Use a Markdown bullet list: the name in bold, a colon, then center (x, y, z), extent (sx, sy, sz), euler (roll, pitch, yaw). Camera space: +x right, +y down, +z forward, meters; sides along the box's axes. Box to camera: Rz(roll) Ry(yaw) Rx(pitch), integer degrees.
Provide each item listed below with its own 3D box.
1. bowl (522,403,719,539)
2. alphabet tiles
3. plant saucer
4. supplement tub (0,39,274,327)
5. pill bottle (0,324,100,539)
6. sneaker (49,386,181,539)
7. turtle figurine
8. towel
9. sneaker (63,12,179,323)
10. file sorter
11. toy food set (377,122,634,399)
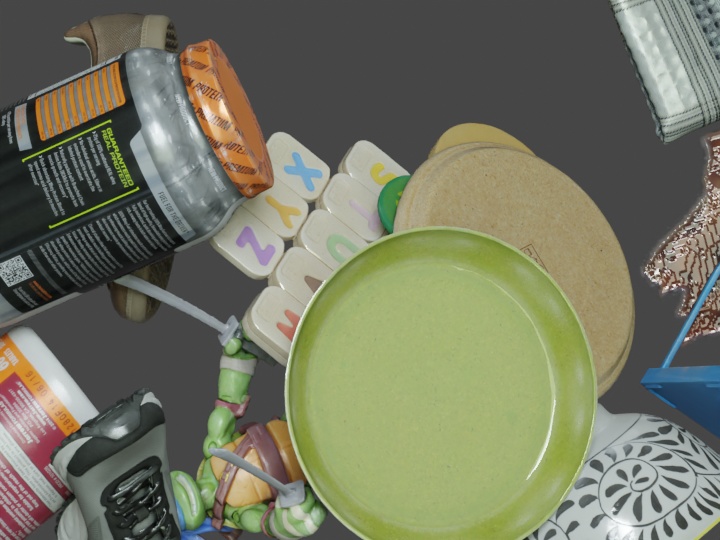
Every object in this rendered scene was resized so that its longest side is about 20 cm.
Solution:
- **bowl**: center (0.144, 0.149, 1.156), extent (0.200, 0.201, 0.095), euler (-35, 88, -10)
- **alphabet tiles**: center (0.000, 0.000, 1.159), extent (0.195, 0.015, 0.201), euler (39, 45, -9)
- **plant saucer**: center (0.047, 0.075, 1.082), extent (0.198, 0.031, 0.202), euler (2, 84, -15)
- **supplement tub**: center (-0.160, -0.055, 1.071), extent (0.198, 0.123, 0.124), euler (-22, 93, 7)
- **pill bottle**: center (-0.255, 0.136, 1.113), extent (0.200, 0.110, 0.110), euler (-39, 97, -10)
- **sneaker**: center (-0.137, 0.138, 1.068), extent (0.074, 0.201, 0.079), euler (-32, 66, -24)
- **turtle figurine**: center (-0.037, 0.095, 1.133), extent (0.192, 0.144, 0.202), euler (-16, 117, -23)
- **towel**: center (0.260, -0.218, 1.266), extent (0.191, 0.035, 0.202), euler (-24, 93, -11)
- **sneaker**: center (-0.161, -0.067, 1.169), extent (0.075, 0.070, 0.202), euler (2, 86, 8)
- **file sorter**: center (0.325, 0.081, 1.223), extent (0.199, 0.139, 0.123), euler (35, 80, -9)
- **toy food set**: center (0.097, 0.004, 1.177), extent (0.200, 0.049, 0.198), euler (48, 50, -4)
